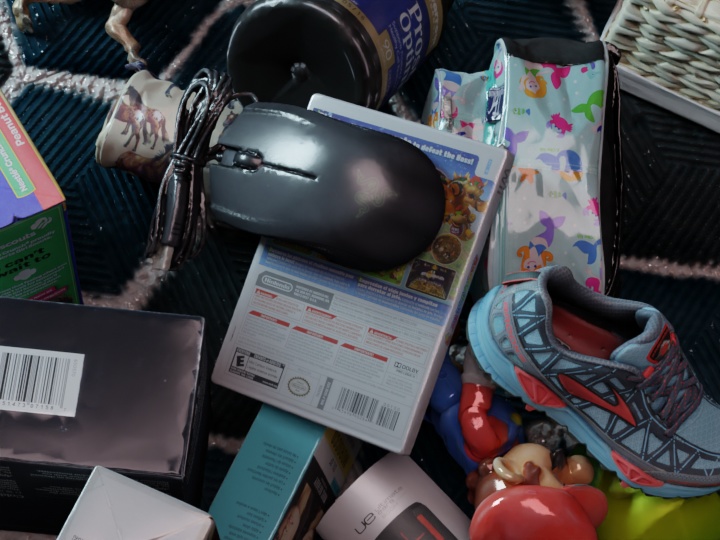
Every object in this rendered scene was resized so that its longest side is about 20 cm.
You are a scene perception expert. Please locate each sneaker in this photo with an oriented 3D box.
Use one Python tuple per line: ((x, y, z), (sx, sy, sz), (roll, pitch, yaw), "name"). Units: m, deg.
((0.164, 0.068, 1.006), (0.200, 0.096, 0.079), (31, 53, -8), "sneaker")

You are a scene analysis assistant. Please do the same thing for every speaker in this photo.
((0.064, 0.211, 1.071), (0.081, 0.081, 0.200), (-40, 75, -17), "speaker")

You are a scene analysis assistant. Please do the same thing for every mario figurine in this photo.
((0.101, 0.112, 1.076), (0.106, 0.123, 0.200), (-49, 47, 16), "mario figurine")

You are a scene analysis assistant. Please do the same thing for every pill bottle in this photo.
((-0.005, -0.175, 1.172), (0.112, 0.112, 0.200), (29, 37, 8), "pill bottle")

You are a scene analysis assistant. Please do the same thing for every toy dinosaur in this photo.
((-0.185, -0.235, 1.242), (0.200, 0.086, 0.136), (18, 56, 21), "toy dinosaur")

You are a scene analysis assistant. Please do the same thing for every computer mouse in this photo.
((-0.046, -0.054, 1.042), (0.200, 0.053, 0.139), (12, 84, 22), "computer mouse")

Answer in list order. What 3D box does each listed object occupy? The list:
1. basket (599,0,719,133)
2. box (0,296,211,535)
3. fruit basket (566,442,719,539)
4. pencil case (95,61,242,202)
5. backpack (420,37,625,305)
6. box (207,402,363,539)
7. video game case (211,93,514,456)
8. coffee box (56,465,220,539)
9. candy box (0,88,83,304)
((0.291, -0.186, 1.224), (0.200, 0.123, 0.136), (24, 67, 7), "basket")
((-0.199, 0.097, 1.045), (0.200, 0.182, 0.104), (6, 67, -2), "box")
((0.228, 0.177, 1.070), (0.215, 0.156, 0.216), (3, 80, -16), "fruit basket")
((-0.082, -0.084, 1.183), (0.200, 0.078, 0.089), (17, 40, 3), "pencil case")
((0.109, -0.043, 1.127), (0.150, 0.178, 0.200), (-4, 75, -2), "backpack")
((-0.037, 0.115, 1.098), (0.049, 0.082, 0.200), (18, 67, 20), "box")
((0.000, 0.000, 1.054), (0.143, 0.018, 0.200), (19, 88, 23), "video game case")
((-0.136, 0.208, 0.994), (0.080, 0.200, 0.113), (22, 69, 9), "coffee box")
((-0.256, -0.056, 1.094), (0.077, 0.200, 0.169), (-28, 72, -14), "candy box")
